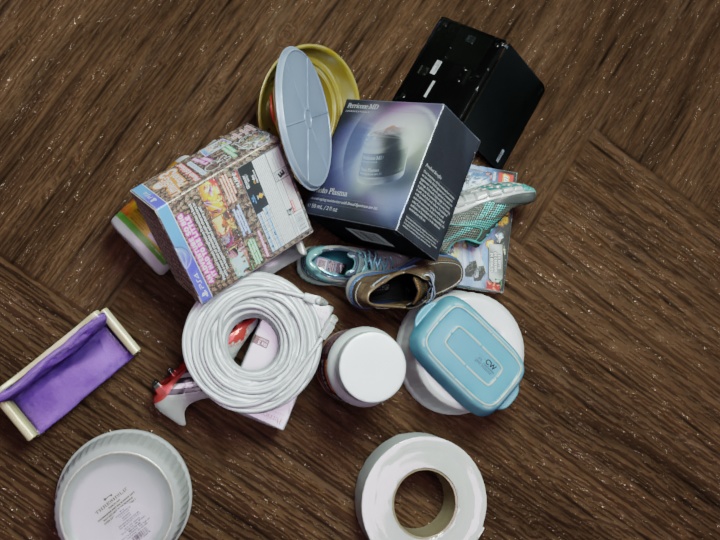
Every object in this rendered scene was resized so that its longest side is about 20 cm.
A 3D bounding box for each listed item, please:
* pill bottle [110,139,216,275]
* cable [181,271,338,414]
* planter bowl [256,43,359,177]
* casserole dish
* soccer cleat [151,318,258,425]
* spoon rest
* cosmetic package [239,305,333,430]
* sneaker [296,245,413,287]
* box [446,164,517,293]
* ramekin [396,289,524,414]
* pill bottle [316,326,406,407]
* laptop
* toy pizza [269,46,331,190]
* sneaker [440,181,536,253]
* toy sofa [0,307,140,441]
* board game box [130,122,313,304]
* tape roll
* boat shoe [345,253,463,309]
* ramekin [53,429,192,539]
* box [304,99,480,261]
[{"bbox_3d":[-0.265,-0.100,1.231,0.200,0.111,0.111,-45,93,-12],"label":"pill bottle"},{"bbox_3d":[-0.154,0.103,1.182,0.198,0.069,0.202,26,81,-4],"label":"cable"},{"bbox_3d":[-0.099,-0.246,1.272,0.199,0.083,0.204,-11,107,-41],"label":"planter bowl"},{"bbox_3d":[0.164,0.128,1.226,0.200,0.039,0.121,44,79,-4],"label":"casserole dish"},{"bbox_3d":[-0.224,0.148,1.241,0.200,0.069,0.086,-41,104,-11],"label":"soccer cleat"},{"bbox_3d":[-0.171,-0.003,1.259,0.198,0.061,0.101,-21,81,10],"label":"spoon rest"},{"bbox_3d":[-0.126,0.132,1.254,0.101,0.074,0.202,22,80,-7],"label":"cosmetic package"},{"bbox_3d":[0.000,0.000,1.282,0.197,0.086,0.079,3,85,-10],"label":"sneaker"},{"bbox_3d":[0.178,-0.071,1.346,0.135,0.040,0.203,9,83,-8],"label":"box"},{"bbox_3d":[0.161,0.128,1.294,0.197,0.098,0.204,1,85,-11],"label":"ramekin"},{"bbox_3d":[0.000,0.142,1.210,0.112,0.200,0.116,1,84,-10],"label":"pill bottle"},{"bbox_3d":[0.186,-0.299,1.386,0.198,0.103,0.179,27,79,19],"label":"laptop"},{"bbox_3d":[-0.088,-0.213,1.163,0.031,0.200,0.203,-6,85,17],"label":"toy pizza"},{"bbox_3d":[0.188,-0.084,1.302,0.197,0.078,0.093,-15,106,-10],"label":"sneaker"},{"bbox_3d":[-0.421,0.149,1.185,0.199,0.098,0.083,-41,92,-12],"label":"toy sofa"},{"bbox_3d":[-0.191,-0.083,1.155,0.199,0.097,0.161,-34,126,-20],"label":"board game box"},{"bbox_3d":[0.093,0.357,1.272,0.199,0.071,0.206,1,84,-11],"label":"tape roll"},{"bbox_3d":[0.080,0.026,1.249,0.198,0.072,0.073,-16,108,-21],"label":"boat shoe"},{"bbox_3d":[-0.342,0.333,1.176,0.197,0.105,0.203,1,84,-11],"label":"ramekin"},{"bbox_3d":[0.044,-0.142,1.237,0.123,0.198,0.201,33,75,-47],"label":"box"}]
